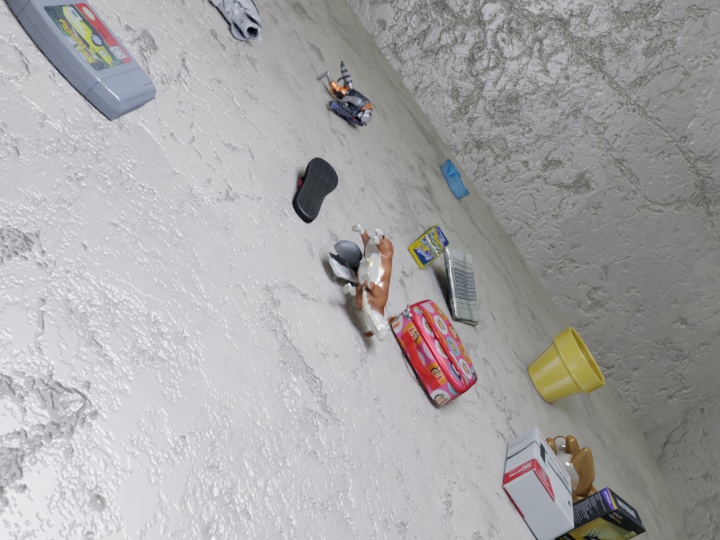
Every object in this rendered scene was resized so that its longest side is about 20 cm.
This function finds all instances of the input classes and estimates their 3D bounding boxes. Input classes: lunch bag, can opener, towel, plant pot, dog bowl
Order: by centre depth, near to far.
[{"bbox_3d":[0.000,0.000,1.212,0.199,0.066,0.054,29,30,-61],"label":"can opener"},{"bbox_3d":[0.142,0.162,1.278,0.203,0.081,0.175,59,24,12],"label":"lunch bag"},{"bbox_3d":[0.282,0.044,1.749,0.199,0.034,0.200,18,63,-61],"label":"towel"},{"bbox_3d":[0.643,0.316,2.045,0.201,0.187,0.203,46,22,-24],"label":"plant pot"},{"bbox_3d":[0.404,-0.391,2.768,0.111,0.049,0.204,35,29,-46],"label":"dog bowl"}]

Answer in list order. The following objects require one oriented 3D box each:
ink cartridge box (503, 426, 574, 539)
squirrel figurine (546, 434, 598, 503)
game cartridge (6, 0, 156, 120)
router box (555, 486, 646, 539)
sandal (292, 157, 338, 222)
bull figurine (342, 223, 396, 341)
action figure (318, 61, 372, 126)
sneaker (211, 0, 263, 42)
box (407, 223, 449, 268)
[{"bbox_3d":[0.382,0.453,1.377,0.146,0.083,0.200,55,19,0],"label":"ink cartridge box"},{"bbox_3d":[0.501,0.501,1.562,0.186,0.138,0.206,2,70,-78],"label":"squirrel figurine"},{"bbox_3d":[-0.365,-0.297,0.843,0.201,0.040,0.134,51,24,-15],"label":"game cartridge"},{"bbox_3d":[0.532,0.571,1.443,0.199,0.156,0.053,38,25,-38],"label":"router box"},{"bbox_3d":[-0.096,-0.158,1.264,0.075,0.045,0.202,43,37,-17],"label":"sandal"},{"bbox_3d":[0.020,0.019,1.122,0.122,0.063,0.206,50,38,-54],"label":"bull figurine"},{"bbox_3d":[-0.035,-0.496,1.828,0.195,0.105,0.199,50,16,13],"label":"action figure"},{"bbox_3d":[-0.284,-0.591,1.420,0.199,0.074,0.117,34,26,-53],"label":"sneaker"},{"bbox_3d":[0.188,-0.069,1.748,0.071,0.064,0.200,55,20,-1],"label":"box"}]
